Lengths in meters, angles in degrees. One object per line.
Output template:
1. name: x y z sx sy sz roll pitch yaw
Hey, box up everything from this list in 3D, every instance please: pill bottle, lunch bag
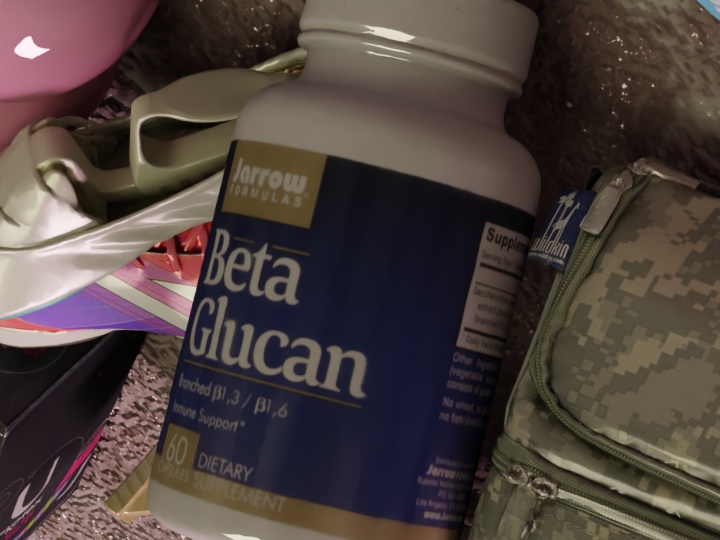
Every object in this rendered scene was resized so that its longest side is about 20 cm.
1. pill bottle: 0.000 0.000 0.737 0.110 0.202 0.111 13 178 0
2. lunch bag: 0.144 0.067 0.719 0.199 0.139 0.169 22 97 25

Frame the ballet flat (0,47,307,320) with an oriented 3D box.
1. ballet flat: -0.090 -0.040 0.810 0.199 0.070 0.070 -19 119 3

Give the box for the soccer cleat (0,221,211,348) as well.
1. soccer cleat: -0.087 -0.011 0.867 0.199 0.069 0.073 -4 146 22

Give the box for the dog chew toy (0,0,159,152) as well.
1. dog chew toy: -0.145 -0.102 0.841 0.124 0.125 0.200 39 150 6

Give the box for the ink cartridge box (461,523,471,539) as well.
1. ink cartridge box: 0.033 0.148 0.856 0.199 0.085 0.146 30 180 3

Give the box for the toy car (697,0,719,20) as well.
1. toy car: 0.183 -0.094 0.552 0.176 0.185 0.200 32 169 13

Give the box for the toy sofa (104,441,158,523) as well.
1. toy sofa: -0.014 0.135 0.976 0.200 0.098 0.083 40 172 5

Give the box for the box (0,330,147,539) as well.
1. box: -0.187 0.060 1.016 0.106 0.122 0.200 38 142 7
